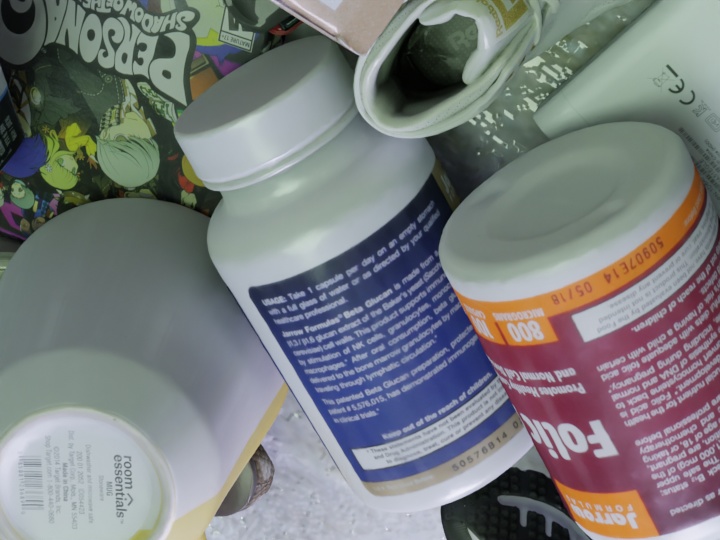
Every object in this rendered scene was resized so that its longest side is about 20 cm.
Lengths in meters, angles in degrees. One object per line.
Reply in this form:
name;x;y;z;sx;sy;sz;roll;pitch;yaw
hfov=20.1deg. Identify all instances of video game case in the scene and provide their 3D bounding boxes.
video game case;-0.140;-0.094;0.975;0.199;0.036;0.182;21;122;10

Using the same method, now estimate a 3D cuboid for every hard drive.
hard drive;0.188;-0.082;0.864;0.132;0.027;0.200;45;122;-6

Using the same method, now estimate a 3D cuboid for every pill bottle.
pill bottle;0.124;0.048;0.875;0.114;0.114;0.201;-16;116;27
pill bottle;0.000;0.000;0.916;0.111;0.111;0.201;-19;114;27

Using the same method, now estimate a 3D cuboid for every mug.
mug;-0.099;0.076;0.927;0.149;0.153;0.187;-40;104;19

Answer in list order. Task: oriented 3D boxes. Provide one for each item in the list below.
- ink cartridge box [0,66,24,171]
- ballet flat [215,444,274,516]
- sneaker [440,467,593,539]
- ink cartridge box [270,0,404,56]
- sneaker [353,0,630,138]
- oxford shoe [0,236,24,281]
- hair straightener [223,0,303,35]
ink cartridge box;-0.245;-0.127;0.883;0.199;0.198;0.044;33;77;4
ballet flat;-0.135;0.079;1.061;0.199;0.046;0.068;15;107;17
sneaker;0.098;0.166;0.970;0.080;0.074;0.200;-23;128;36
ink cartridge box;-0.079;-0.179;0.740;0.200;0.165;0.075;29;101;-45
sneaker;0.081;-0.123;0.832;0.200;0.116;0.074;-39;96;30
oxford shoe;-0.177;0.010;1.029;0.199;0.058;0.076;12;125;8
hair straightener;0.025;-0.159;0.839;0.199;0.077;0.041;-28;89;17
